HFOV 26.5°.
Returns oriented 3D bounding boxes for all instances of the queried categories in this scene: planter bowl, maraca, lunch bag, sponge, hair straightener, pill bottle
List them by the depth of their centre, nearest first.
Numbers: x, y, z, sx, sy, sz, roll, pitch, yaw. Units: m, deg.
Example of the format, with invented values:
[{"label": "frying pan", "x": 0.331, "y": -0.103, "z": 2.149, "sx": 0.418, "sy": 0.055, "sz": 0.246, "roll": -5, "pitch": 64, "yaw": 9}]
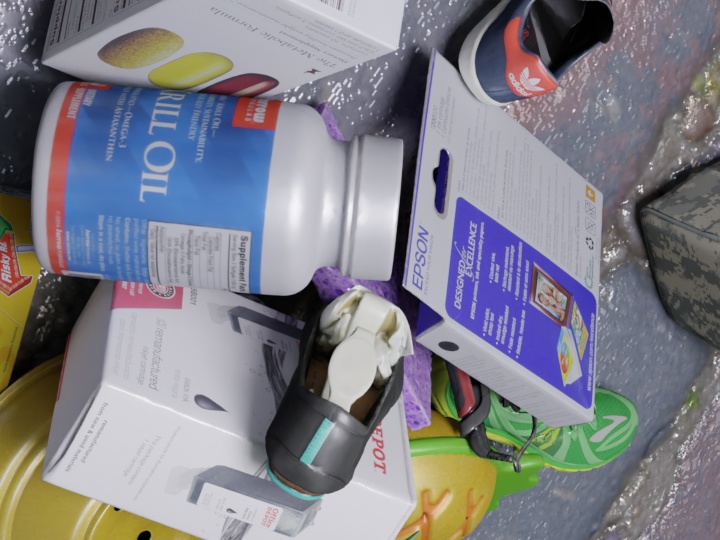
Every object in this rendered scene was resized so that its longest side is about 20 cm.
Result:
[{"label": "pill bottle", "x": -0.078, "y": -0.045, "z": 0.872, "sx": 0.200, "sy": 0.112, "sz": 0.112, "roll": 5, "pitch": 106, "yaw": -1}, {"label": "planter bowl", "x": -0.156, "y": 0.154, "z": 0.968, "sx": 0.200, "sy": 0.083, "sz": 0.201, "roll": -20, "pitch": 121, "yaw": -37}, {"label": "sponge", "x": 0.000, "y": 0.000, "z": 1.020, "sx": 0.030, "sy": 0.112, "sz": 0.200, "roll": -18, "pitch": 119, "yaw": 17}, {"label": "hair straightener", "x": 0.090, "y": 0.044, "z": 1.064, "sx": 0.077, "sy": 0.041, "sz": 0.200, "roll": -5, "pitch": 68, "yaw": -26}, {"label": "maraca", "x": 0.044, "y": 0.155, "z": 1.097, "sx": 0.200, "sy": 0.137, "sz": 0.107, "roll": 11, "pitch": 56, "yaw": -42}, {"label": "lunch bag", "x": 0.342, "y": -0.015, "z": 1.168, "sx": 0.168, "sy": 0.200, "sz": 0.139, "roll": -34, "pitch": 121, "yaw": -16}]

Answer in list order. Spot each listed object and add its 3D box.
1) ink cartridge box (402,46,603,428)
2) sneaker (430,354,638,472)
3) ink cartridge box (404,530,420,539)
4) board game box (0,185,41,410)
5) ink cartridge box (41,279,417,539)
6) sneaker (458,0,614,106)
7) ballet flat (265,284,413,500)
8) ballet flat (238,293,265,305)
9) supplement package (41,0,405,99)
[{"label": "ink cartridge box", "x": 0.091, "y": -0.020, "z": 1.044, "sx": 0.200, "sy": 0.043, "sz": 0.198, "roll": 36, "pitch": 48, "yaw": -35}, {"label": "sneaker", "x": 0.142, "y": 0.099, "z": 1.146, "sx": 0.200, "sy": 0.084, "sz": 0.074, "roll": 17, "pitch": 55, "yaw": -35}, {"label": "ink cartridge box", "x": -0.067, "y": 0.212, "z": 0.998, "sx": 0.200, "sy": 0.059, "sz": 0.104, "roll": -37, "pitch": 172, "yaw": 21}, {"label": "board game box", "x": -0.273, "y": 0.039, "z": 0.911, "sx": 0.134, "sy": 0.034, "sz": 0.200, "roll": 12, "pitch": 100, "yaw": -33}, {"label": "ink cartridge box", "x": -0.074, "y": 0.088, "z": 0.910, "sx": 0.200, "sy": 0.146, "sz": 0.085, "roll": 25, "pitch": 118, "yaw": -19}, {"label": "sneaker", "x": 0.150, "y": -0.195, "z": 1.046, "sx": 0.075, "sy": 0.084, "sz": 0.200, "roll": 40, "pitch": 70, "yaw": -31}, {"label": "ballet flat", "x": -0.002, "y": 0.055, "z": 0.872, "sx": 0.068, "sy": 0.200, "sz": 0.068, "roll": 26, "pitch": 117, "yaw": -5}, {"label": "ballet flat", "x": -0.095, "y": 0.027, "z": 0.999, "sx": 0.200, "sy": 0.067, "sz": 0.062, "roll": 45, "pitch": 71, "yaw": -34}, {"label": "supplement package", "x": -0.075, "y": -0.166, "z": 0.848, "sx": 0.114, "sy": 0.200, "sz": 0.110, "roll": 20, "pitch": 71, "yaw": -34}]
